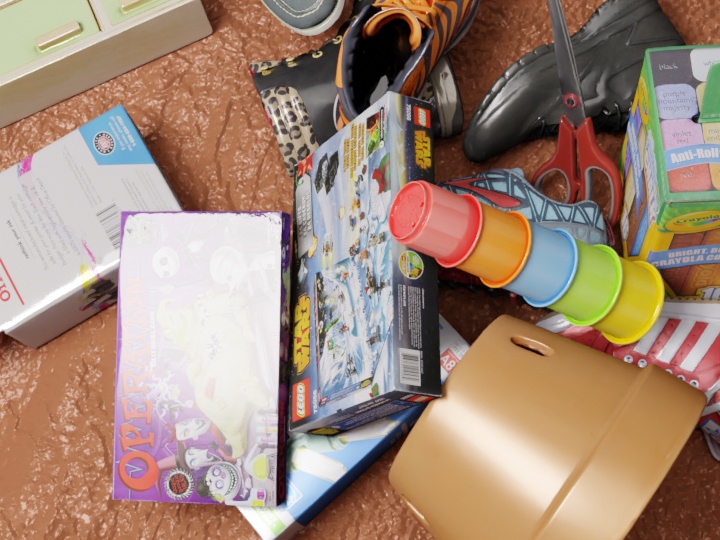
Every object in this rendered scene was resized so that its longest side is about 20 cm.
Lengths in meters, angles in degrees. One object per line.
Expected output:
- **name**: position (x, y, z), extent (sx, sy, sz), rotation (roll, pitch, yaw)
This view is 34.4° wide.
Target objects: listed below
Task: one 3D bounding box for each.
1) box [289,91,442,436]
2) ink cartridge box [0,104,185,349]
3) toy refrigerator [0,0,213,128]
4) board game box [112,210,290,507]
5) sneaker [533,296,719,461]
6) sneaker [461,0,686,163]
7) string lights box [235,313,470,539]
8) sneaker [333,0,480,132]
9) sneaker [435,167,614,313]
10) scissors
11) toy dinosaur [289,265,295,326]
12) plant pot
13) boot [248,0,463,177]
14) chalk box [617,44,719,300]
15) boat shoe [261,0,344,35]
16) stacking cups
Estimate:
- **box**: position (0.000, 0.000, 0.782), extent (0.040, 0.137, 0.201), rotation (11, 68, -29)
- **ink cartridge box**: position (-0.236, -0.022, 0.895), extent (0.199, 0.068, 0.116), rotation (-30, 75, -4)
- **toy refrigerator**: position (-0.228, -0.197, 0.939), extent (0.199, 0.070, 0.076), rotation (-24, 75, -3)
- **board game box**: position (-0.110, 0.059, 0.807), extent (0.119, 0.032, 0.202), rotation (0, 87, 14)
- **sneaker**: position (0.224, 0.081, 0.835), extent (0.198, 0.071, 0.113), rotation (-1, 72, 2)
- **sneaker**: position (0.169, -0.137, 0.897), extent (0.199, 0.076, 0.091), rotation (-35, 81, -4)
- **string lights box**: position (-0.020, 0.097, 0.854), extent (0.200, 0.059, 0.103), rotation (-42, 74, -7)
- **sneaker**: position (0.041, -0.183, 0.828), extent (0.077, 0.112, 0.201), rotation (21, 84, 2)
- **sneaker**: position (0.092, -0.035, 0.881), extent (0.199, 0.079, 0.096), rotation (17, 59, 10)
- **scissors**: position (0.162, -0.113, 0.842), extent (0.073, 0.201, 0.014), rotation (21, 44, 25)
- **toy dinosaur**: position (-0.087, 0.023, 0.870), extent (0.199, 0.088, 0.048), rotation (-10, 104, 3)
- **plant pot**: position (0.112, 0.124, 0.766), extent (0.140, 0.200, 0.201), rotation (35, 80, 13)
- **boot**: position (-0.016, -0.177, 0.921), extent (0.150, 0.073, 0.201), rotation (-20, 80, -1)
- **chalk box**: position (0.253, -0.072, 0.796), extent (0.124, 0.200, 0.125), rotation (-2, 63, 4)
- **boat shoe**: position (-0.073, -0.269, 0.897), extent (0.073, 0.062, 0.201), rotation (-29, 68, 16)
- **stacking cups**: position (0.104, -0.008, 0.748), extent (0.199, 0.060, 0.061), rotation (20, 75, -28)
